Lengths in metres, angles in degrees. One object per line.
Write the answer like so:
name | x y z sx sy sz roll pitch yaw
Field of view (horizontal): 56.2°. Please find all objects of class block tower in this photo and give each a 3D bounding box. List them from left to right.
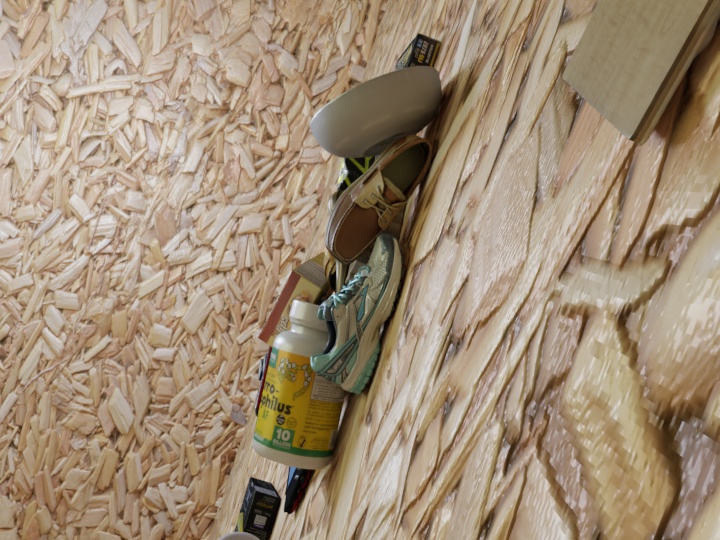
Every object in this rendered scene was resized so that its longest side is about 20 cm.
block tower | 0.029 -0.070 0.975 0.058 0.053 0.204 122 163 -59

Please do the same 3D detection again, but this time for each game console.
game console | -0.127 0.249 1.089 0.201 0.116 0.175 -87 18 -63

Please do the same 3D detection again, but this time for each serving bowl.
serving bowl | 0.030 -0.208 0.948 0.200 0.196 0.067 143 105 -75

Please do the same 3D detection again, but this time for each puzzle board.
puzzle board | 0.179 -0.182 0.363 0.152 0.017 0.203 -86 17 -63

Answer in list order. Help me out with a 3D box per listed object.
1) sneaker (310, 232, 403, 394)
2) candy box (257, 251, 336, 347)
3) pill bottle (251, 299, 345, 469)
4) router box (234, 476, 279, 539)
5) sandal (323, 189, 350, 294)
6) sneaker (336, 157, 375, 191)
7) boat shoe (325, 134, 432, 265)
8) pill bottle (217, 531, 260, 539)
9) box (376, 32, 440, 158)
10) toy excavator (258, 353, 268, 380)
sneaker | -0.005 0.044 0.838 0.078 0.084 0.205 150 137 -76
candy box | -0.087 0.046 1.058 0.117 0.054 0.200 -62 -3 13
pill bottle | -0.072 0.149 0.905 0.113 0.110 0.206 174 108 -81
router box | -0.211 0.501 1.315 0.200 0.051 0.161 143 144 -75
sandal | -0.028 -0.014 0.991 0.080 0.053 0.206 0 -99 -56
sneaker | -0.006 -0.146 1.173 0.076 0.073 0.206 -140 62 -89
boat shoe | 0.026 -0.100 0.884 0.202 0.075 0.074 -56 17 -12
pill bottle | -0.218 0.524 1.108 0.114 0.110 0.202 -80 12 -47
box | 0.072 -0.297 1.202 0.160 0.048 0.205 -168 97 -79
toy excavator | -0.159 0.276 1.396 0.195 0.097 0.206 132 142 -67
